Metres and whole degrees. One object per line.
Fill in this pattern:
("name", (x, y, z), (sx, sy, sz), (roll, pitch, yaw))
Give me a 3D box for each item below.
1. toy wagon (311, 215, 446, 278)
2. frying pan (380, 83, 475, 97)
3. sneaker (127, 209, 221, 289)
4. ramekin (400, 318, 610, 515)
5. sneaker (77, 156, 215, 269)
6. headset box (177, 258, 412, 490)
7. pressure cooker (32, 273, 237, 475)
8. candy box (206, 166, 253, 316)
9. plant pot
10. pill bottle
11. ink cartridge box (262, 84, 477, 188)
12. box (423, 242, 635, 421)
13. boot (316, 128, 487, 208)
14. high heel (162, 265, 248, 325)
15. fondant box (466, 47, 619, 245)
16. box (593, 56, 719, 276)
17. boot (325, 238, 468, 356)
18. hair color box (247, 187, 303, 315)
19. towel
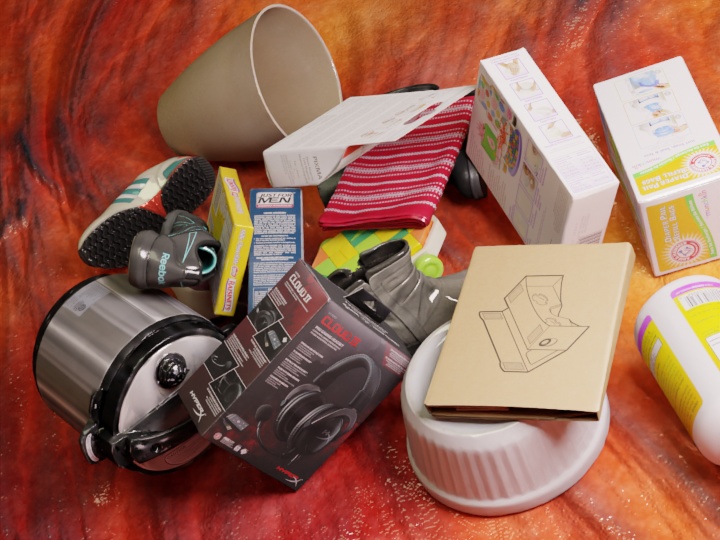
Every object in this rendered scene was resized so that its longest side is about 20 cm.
("toy wagon", (0.000, 0.000, 1.551), (0.199, 0.040, 0.155), (-36, 33, -3))
("frying pan", (0.079, -0.208, 1.728), (0.188, 0.031, 0.115), (-9, 23, 24))
("sneaker", (-0.183, -0.014, 1.485), (0.078, 0.076, 0.200), (8, 14, 7))
("ramekin", (0.128, 0.123, 1.333), (0.200, 0.095, 0.204), (-14, 42, 13))
("sneaker", (-0.276, -0.076, 1.779), (0.199, 0.071, 0.093), (-41, 25, -13))
("headset box", (-0.053, 0.097, 1.366), (0.200, 0.149, 0.077), (-45, 43, 7))
("pressure cooker", (-0.223, 0.113, 1.452), (0.199, 0.178, 0.177), (27, 95, 40))
("candy box", (-0.147, -0.035, 1.540), (0.026, 0.103, 0.200), (8, 20, -13))
("plant pot", (-0.155, -0.215, 1.786), (0.198, 0.188, 0.188), (-15, 40, 33))
("pill bottle", (0.326, 0.102, 1.248), (0.103, 0.105, 0.201), (-24, 41, 2))
("ink cartridge box", (0.015, -0.145, 1.522), (0.199, 0.058, 0.162), (5, 31, 42))
("box", (0.160, 0.053, 1.301), (0.162, 0.021, 0.201), (-1, 46, 26))
("boot", (0.044, -0.115, 1.641), (0.198, 0.066, 0.165), (-13, 31, 8))
("high heel", (-0.162, 0.019, 1.629), (0.198, 0.068, 0.096), (14, 36, 35))
("fondant box", (0.184, -0.109, 1.463), (0.058, 0.145, 0.201), (-20, 57, -17))
("box", (0.321, -0.109, 1.463), (0.100, 0.113, 0.201), (-17, 42, 8))
("boot", (0.063, 0.017, 1.448), (0.199, 0.131, 0.068), (-29, 41, -5))
("hair color box", (-0.089, 0.018, 1.491), (0.060, 0.101, 0.201), (0, 48, -2))
("towel", (0.042, -0.122, 1.593), (0.143, 0.023, 0.201), (-1, 48, 30))
